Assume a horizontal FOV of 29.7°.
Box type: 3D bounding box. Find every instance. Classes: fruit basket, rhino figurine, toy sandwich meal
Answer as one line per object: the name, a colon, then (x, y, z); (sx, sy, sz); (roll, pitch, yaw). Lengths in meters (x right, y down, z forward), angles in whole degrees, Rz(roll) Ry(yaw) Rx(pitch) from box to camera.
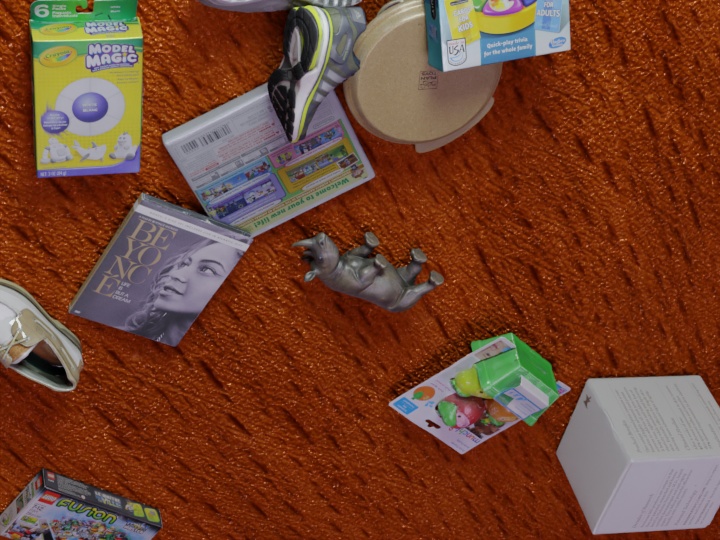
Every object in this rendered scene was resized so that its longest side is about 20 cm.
fruit basket: (0.171, 0.183, 1.900); (0.199, 0.094, 0.185); (-37, 132, 18)
rhino figurine: (0.000, 0.000, 1.698); (0.199, 0.060, 0.088); (19, 133, -28)
toy sandwich meal: (0.071, -0.228, 1.522); (0.203, 0.070, 0.206); (-8, 129, -10)

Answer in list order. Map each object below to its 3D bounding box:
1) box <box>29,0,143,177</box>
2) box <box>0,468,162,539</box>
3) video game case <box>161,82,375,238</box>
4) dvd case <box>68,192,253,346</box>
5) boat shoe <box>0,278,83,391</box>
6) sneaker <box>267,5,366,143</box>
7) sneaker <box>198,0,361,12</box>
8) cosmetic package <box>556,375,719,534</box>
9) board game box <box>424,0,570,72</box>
box: (-0.289, -0.193, 1.434); (0.116, 0.049, 0.201); (-5, 130, -16)
box: (-0.387, 0.349, 1.886); (0.199, 0.035, 0.110); (28, 116, -36)
video game case: (-0.103, -0.132, 1.572); (0.199, 0.022, 0.183); (-26, 133, 3)
dvd case: (-0.241, 0.004, 1.629); (0.148, 0.016, 0.200); (20, 125, -28)
boat shoe: (-0.405, 0.076, 1.614); (0.075, 0.069, 0.200); (-39, 131, 16)
sneaker: (-0.043, -0.206, 1.442); (0.080, 0.074, 0.200); (-14, 157, -24)
sneaker: (-0.085, -0.305, 1.403); (0.199, 0.082, 0.075); (-5, 93, -32)
cosmetic package: (0.428, 0.272, 2.017); (0.198, 0.168, 0.167); (0, 130, -19)
board game box: (0.140, -0.321, 1.420); (0.150, 0.047, 0.202); (-12, 113, -16)
